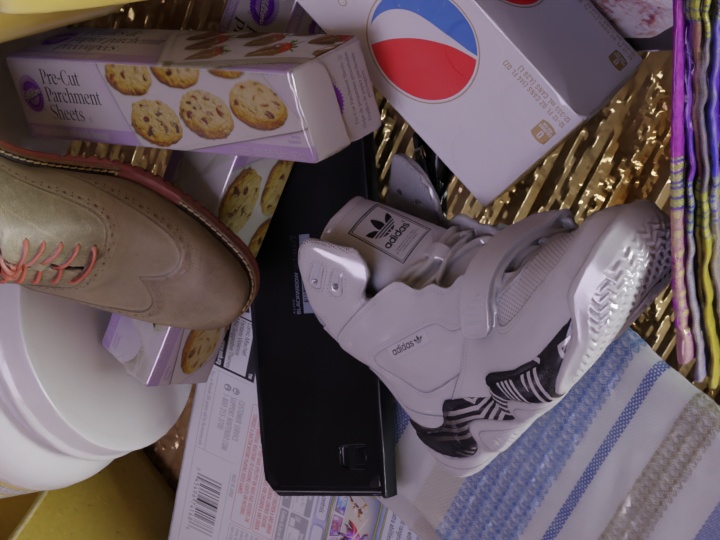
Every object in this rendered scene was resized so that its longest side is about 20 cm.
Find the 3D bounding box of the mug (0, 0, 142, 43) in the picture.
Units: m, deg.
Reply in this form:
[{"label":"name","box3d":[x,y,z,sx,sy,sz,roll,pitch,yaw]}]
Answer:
[{"label":"mug","box3d":[-0.153,-0.145,0.976,0.187,0.153,0.150,62,142,24]}]

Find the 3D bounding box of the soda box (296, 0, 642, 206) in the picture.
[{"label":"soda box","box3d":[0.016,-0.127,0.941,0.200,0.064,0.068,47,131,-1]}]

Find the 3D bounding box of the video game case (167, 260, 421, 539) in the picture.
[{"label":"video game case","box3d":[0.005,0.096,1.126,0.181,0.045,0.201,25,127,16]}]

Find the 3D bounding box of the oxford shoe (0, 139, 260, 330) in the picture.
[{"label":"oxford shoe","box3d":[-0.137,-0.011,0.986,0.199,0.075,0.071,20,121,-14]}]

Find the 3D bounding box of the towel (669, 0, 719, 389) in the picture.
[{"label":"towel","box3d":[0.139,-0.075,0.849,0.023,0.144,0.201,8,121,21]}]

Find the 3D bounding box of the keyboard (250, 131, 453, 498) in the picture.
[{"label":"keyboard","box3d":[0.000,0.000,1.034,0.127,0.021,0.201,-3,91,41]}]

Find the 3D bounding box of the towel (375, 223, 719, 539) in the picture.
[{"label":"towel","box3d":[0.093,0.092,0.996,0.200,0.024,0.147,41,119,26]}]

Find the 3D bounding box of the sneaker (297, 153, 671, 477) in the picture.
[{"label":"sneaker","box3d":[0.041,0.003,0.908,0.115,0.075,0.200,44,151,4]}]

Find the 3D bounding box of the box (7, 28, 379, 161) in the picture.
[{"label":"box","box3d":[-0.074,-0.076,0.980,0.200,0.039,0.042,9,121,48]}]

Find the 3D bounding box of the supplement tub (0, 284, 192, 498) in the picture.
[{"label":"supplement tub","box3d":[-0.194,0.042,1.146,0.199,0.145,0.146,-13,111,35]}]

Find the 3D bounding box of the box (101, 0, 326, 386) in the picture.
[{"label":"box","box3d":[-0.061,-0.041,1.044,0.039,0.041,0.201,38,116,34]}]

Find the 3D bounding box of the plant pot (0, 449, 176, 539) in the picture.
[{"label":"plant pot","box3d":[-0.160,0.230,1.223,0.200,0.196,0.194,46,131,-14]}]

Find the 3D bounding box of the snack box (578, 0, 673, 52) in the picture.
[{"label":"snack box","box3d":[0.114,-0.125,0.942,0.199,0.024,0.072,1,117,30]}]

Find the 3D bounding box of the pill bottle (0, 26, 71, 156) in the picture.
[{"label":"pill bottle","box3d":[-0.244,-0.083,1.118,0.199,0.113,0.114,-5,116,33]}]
